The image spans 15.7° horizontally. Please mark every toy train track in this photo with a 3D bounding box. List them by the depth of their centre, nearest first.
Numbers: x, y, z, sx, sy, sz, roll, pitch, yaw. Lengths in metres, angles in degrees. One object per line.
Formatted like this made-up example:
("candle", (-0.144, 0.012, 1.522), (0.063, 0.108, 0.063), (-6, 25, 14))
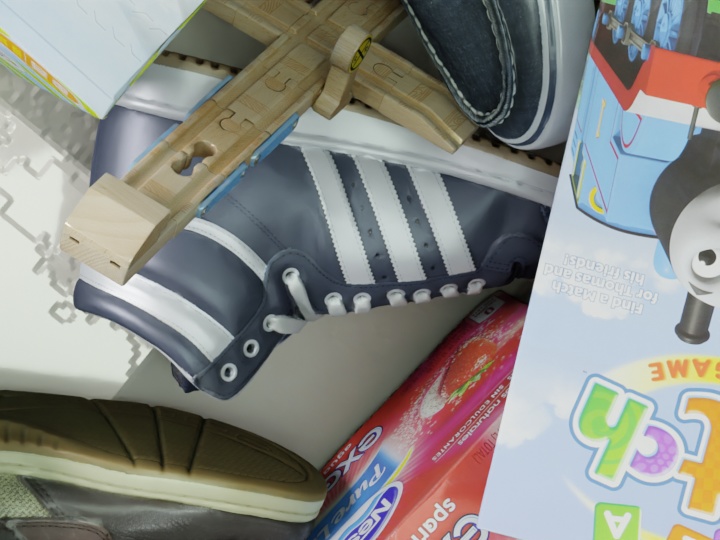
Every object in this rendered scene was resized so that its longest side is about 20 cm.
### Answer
("toy train track", (-0.028, -0.061, 0.816), (0.115, 0.200, 0.033), (31, 132, 11))

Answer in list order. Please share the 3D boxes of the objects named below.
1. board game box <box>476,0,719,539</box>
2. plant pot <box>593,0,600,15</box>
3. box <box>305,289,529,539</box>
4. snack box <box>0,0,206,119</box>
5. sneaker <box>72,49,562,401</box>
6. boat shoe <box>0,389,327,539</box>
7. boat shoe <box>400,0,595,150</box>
("board game box", (0.130, 0.002, 0.788), (0.151, 0.037, 0.201), (14, 107, 8))
("plant pot", (0.163, -0.116, 0.857), (0.184, 0.200, 0.201), (23, 93, -5))
("box", (0.025, 0.115, 0.893), (0.200, 0.095, 0.100), (-46, 107, -4))
("snack box", (-0.131, -0.128, 0.759), (0.169, 0.200, 0.068), (42, 87, -17))
("sneaker", (0.000, 0.000, 0.880), (0.199, 0.070, 0.109), (15, 90, -9))
("boat shoe", (-0.113, 0.078, 0.868), (0.200, 0.072, 0.066), (8, 102, -10))
("boat shoe", (0.002, -0.125, 0.813), (0.091, 0.071, 0.201), (-20, 91, -31))
